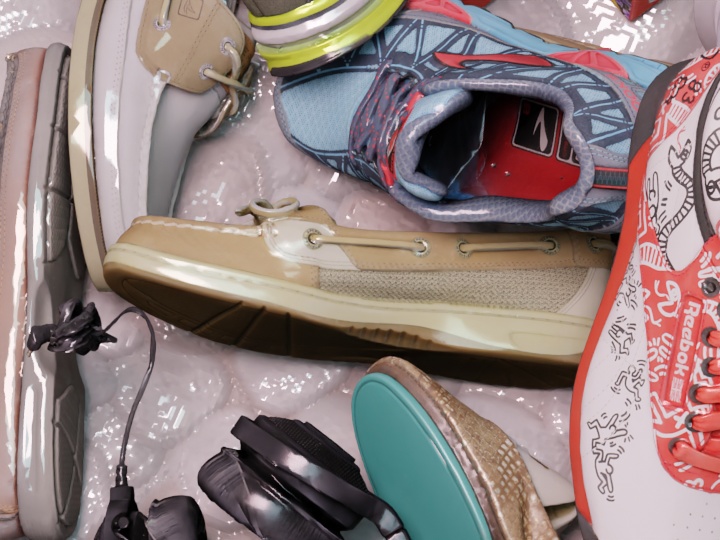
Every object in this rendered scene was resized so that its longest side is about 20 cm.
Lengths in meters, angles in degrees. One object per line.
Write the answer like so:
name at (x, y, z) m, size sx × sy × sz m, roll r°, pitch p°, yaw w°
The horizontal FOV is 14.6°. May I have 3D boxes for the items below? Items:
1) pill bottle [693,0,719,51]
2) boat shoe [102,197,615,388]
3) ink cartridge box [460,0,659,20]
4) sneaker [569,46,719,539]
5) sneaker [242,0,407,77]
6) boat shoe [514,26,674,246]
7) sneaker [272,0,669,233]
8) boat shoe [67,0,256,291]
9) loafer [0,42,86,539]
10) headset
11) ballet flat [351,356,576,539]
pill bottle at (0.202, -0.074, 1.011) m, size 0.109 × 0.109 × 0.200 m, roll -33°, pitch 32°, yaw -9°
boat shoe at (0.001, 0.000, 1.084) m, size 0.200 × 0.073 × 0.063 m, roll 9°, pitch 75°, yaw -9°
ink cartridge box at (0.124, -0.155, 1.122) m, size 0.200 × 0.109 × 0.050 m, roll -37°, pitch 76°, yaw -10°
sneaker at (0.127, 0.018, 0.944) m, size 0.067 × 0.108 × 0.202 m, roll 12°, pitch 81°, yaw -20°
sneaker at (0.007, -0.172, 1.120) m, size 0.074 × 0.081 × 0.200 m, roll 0°, pitch 47°, yaw 41°
boat shoe at (0.127, -0.046, 1.117) m, size 0.200 × 0.071 × 0.065 m, roll 30°, pitch 40°, yaw 17°
sneaker at (0.034, -0.060, 1.065) m, size 0.200 × 0.095 × 0.080 m, roll 11°, pitch 104°, yaw 38°
boat shoe at (-0.076, -0.089, 1.122) m, size 0.068 × 0.075 × 0.200 m, roll 1°, pitch 74°, yaw 4°
loafer at (-0.142, 0.007, 1.099) m, size 0.063 × 0.072 × 0.200 m, roll -2°, pitch 75°, yaw 7°
headset at (-0.055, 0.099, 1.048) m, size 0.123 × 0.094 × 0.200 m, roll -32°, pitch 84°, yaw 0°
ballet flat at (0.064, 0.118, 1.071) m, size 0.065 × 0.071 × 0.200 m, roll -17°, pitch 74°, yaw -32°
